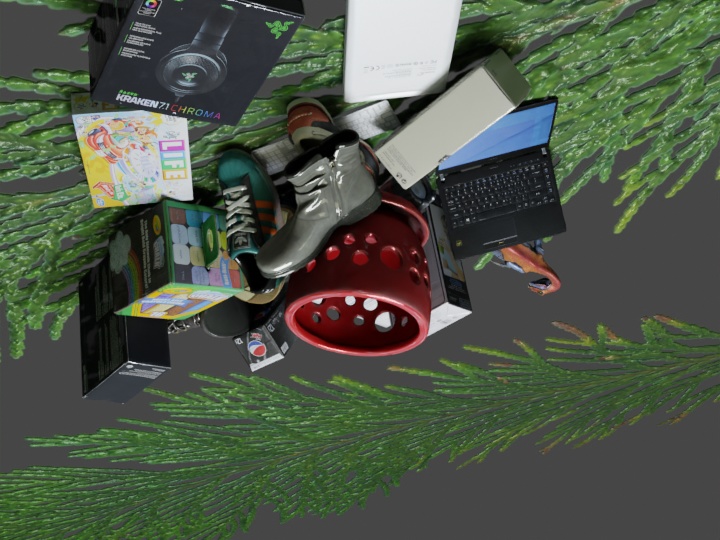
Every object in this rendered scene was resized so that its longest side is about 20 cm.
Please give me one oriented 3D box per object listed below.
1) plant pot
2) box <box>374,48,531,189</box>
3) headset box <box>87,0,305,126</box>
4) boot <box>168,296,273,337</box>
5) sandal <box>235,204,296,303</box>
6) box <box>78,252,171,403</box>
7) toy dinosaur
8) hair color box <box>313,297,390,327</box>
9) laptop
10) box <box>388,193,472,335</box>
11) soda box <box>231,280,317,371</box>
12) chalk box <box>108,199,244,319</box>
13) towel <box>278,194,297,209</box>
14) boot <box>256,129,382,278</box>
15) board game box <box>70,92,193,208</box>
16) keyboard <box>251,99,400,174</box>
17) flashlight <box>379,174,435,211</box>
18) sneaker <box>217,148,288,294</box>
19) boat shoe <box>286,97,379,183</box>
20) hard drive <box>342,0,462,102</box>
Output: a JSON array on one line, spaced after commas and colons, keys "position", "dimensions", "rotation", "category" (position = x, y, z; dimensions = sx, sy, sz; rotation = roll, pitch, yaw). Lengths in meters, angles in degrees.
[{"position": [0.000, 0.000, 1.345], "dimensions": [0.199, 0.183, 0.201], "rotation": [3, 151, 1], "category": "plant pot"}, {"position": [0.117, -0.192, 1.239], "dimensions": [0.200, 0.082, 0.068], "rotation": [-34, 99, 39], "category": "box"}, {"position": [-0.174, -0.260, 1.016], "dimensions": [0.174, 0.093, 0.200], "rotation": [7, 147, -31], "category": "headset box"}, {"position": [-0.242, 0.073, 1.532], "dimensions": [0.174, 0.069, 0.200], "rotation": [-17, -172, 29], "category": "boot"}, {"position": [-0.132, -0.025, 1.403], "dimensions": [0.080, 0.054, 0.200], "rotation": [31, 128, -1], "category": "sandal"}, {"position": [-0.360, 0.080, 1.460], "dimensions": [0.079, 0.201, 0.141], "rotation": [16, 142, -41], "category": "box"}, {"position": [0.249, -0.018, 1.548], "dimensions": [0.181, 0.200, 0.105], "rotation": [45, 120, -5], "category": "toy dinosaur"}, {"position": [0.013, 0.033, 1.656], "dimensions": [0.099, 0.061, 0.200], "rotation": [-30, 147, 31], "category": "hair color box"}, {"position": [0.205, -0.125, 1.370], "dimensions": [0.176, 0.201, 0.103], "rotation": [-14, -171, -4], "category": "laptop"}, {"position": [0.090, -0.009, 1.459], "dimensions": [0.060, 0.201, 0.116], "rotation": [20, 141, -42], "category": "box"}, {"position": [-0.131, 0.081, 1.562], "dimensions": [0.071, 0.063, 0.200], "rotation": [-25, -166, 26], "category": "soda box"}, {"position": [-0.248, -0.018, 1.359], "dimensions": [0.124, 0.125, 0.200], "rotation": [8, 158, -44], "category": "chalk box"}, {"position": [-0.165, -0.047, 1.458], "dimensions": [0.200, 0.049, 0.111], "rotation": [-31, 145, 30], "category": "towel"}, {"position": [-0.072, -0.090, 1.228], "dimensions": [0.200, 0.068, 0.131], "rotation": [-38, 140, -6], "category": "boot"}, {"position": [-0.286, -0.153, 1.233], "dimensions": [0.134, 0.034, 0.200], "rotation": [-6, 151, -10], "category": "board game box"}, {"position": [-0.047, -0.178, 1.299], "dimensions": [0.199, 0.011, 0.056], "rotation": [-19, 151, 14], "category": "keyboard"}, {"position": [0.021, -0.084, 1.446], "dimensions": [0.200, 0.068, 0.068], "rotation": [-32, 102, 40], "category": "flashlight"}, {"position": [-0.148, -0.062, 1.301], "dimensions": [0.071, 0.080, 0.201], "rotation": [-10, 112, 25], "category": "sneaker"}, {"position": [-0.033, -0.151, 1.281], "dimensions": [0.071, 0.063, 0.200], "rotation": [-24, 146, 18], "category": "boat shoe"}, {"position": [0.046, -0.276, 1.136], "dimensions": [0.131, 0.027, 0.200], "rotation": [-7, 152, -7], "category": "hard drive"}]
